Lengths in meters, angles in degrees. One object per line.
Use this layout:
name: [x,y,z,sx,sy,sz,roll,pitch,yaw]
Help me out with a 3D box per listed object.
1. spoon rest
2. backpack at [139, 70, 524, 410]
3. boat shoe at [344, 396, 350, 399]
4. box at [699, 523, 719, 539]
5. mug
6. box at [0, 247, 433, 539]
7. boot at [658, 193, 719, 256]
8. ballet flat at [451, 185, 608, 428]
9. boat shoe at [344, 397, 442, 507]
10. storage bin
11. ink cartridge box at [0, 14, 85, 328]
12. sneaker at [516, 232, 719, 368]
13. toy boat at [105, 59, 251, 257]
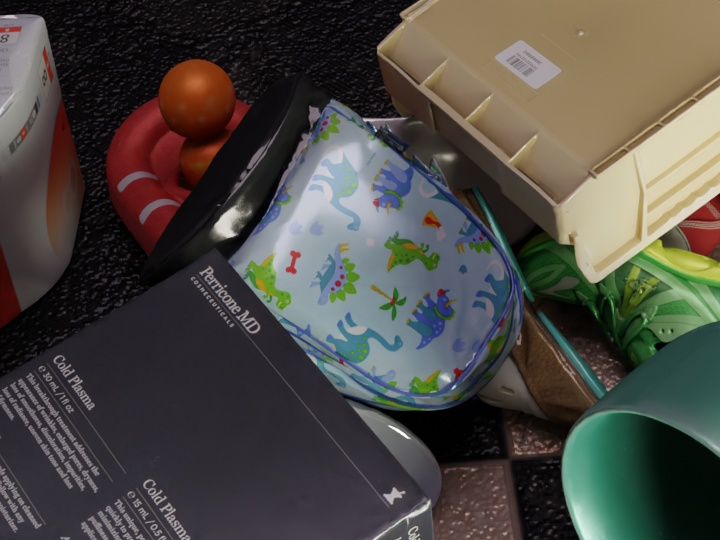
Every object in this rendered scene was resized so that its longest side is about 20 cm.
spoon rest: [0.035,-0.072,1.107,0.198,0.061,0.101,15,80,17]
backpack: [0.000,0.000,0.936,0.164,0.200,0.153,-53,20,-16]
boat shoe: [-0.051,0.048,1.004,0.197,0.068,0.072,-13,49,-12]
box: [0.158,0.230,0.818,0.147,0.105,0.199,36,58,28]
mug: [0.192,0.115,0.766,0.114,0.187,0.151,-34,32,-30]
box: [-0.089,0.123,0.800,0.181,0.105,0.200,-31,56,-17]
boot: [0.194,-0.090,1.126,0.144,0.073,0.200,-33,64,-26]
ballet flat: [0.092,0.039,1.010,0.072,0.068,0.201,-34,68,7]
boat shoe: [-0.047,0.096,0.957,0.197,0.071,0.066,15,13,-8]
storage bin: [0.145,-0.121,1.023,0.198,0.094,0.200,-35,53,-14]
ink cartridge box: [-0.223,-0.040,1.021,0.049,0.163,0.202,-3,48,1]
sneaker: [0.180,0.026,1.012,0.198,0.074,0.084,17,77,33]
toy boat: [-0.101,-0.078,1.058,0.129,0.132,0.200,-20,31,-17]
